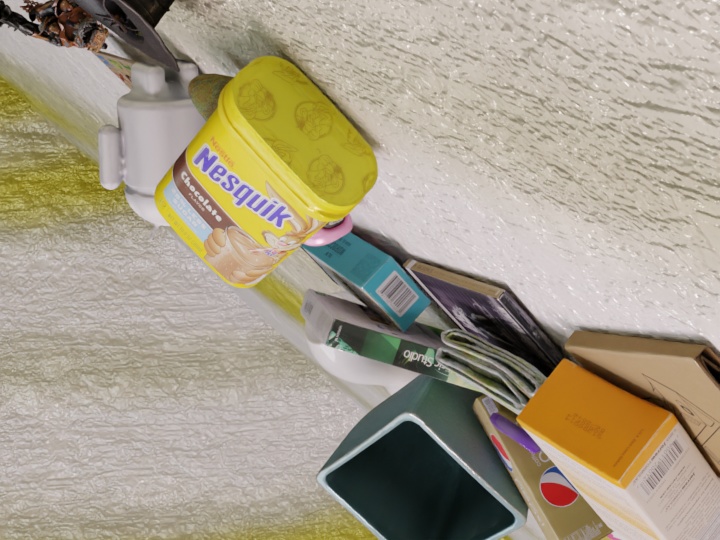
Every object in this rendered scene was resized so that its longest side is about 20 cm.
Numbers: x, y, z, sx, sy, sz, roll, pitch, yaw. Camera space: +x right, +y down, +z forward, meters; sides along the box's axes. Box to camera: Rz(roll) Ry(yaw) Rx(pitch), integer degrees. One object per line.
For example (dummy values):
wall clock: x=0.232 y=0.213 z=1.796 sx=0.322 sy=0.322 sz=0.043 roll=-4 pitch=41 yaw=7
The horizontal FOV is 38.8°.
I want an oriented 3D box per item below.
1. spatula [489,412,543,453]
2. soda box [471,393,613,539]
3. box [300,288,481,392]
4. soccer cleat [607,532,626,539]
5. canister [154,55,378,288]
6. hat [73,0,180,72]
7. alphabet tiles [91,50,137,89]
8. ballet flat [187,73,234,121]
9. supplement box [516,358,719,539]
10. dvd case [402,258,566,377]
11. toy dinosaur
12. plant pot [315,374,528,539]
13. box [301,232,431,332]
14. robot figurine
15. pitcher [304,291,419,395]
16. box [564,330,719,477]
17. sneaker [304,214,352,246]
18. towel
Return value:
spatula: x=0.232 y=0.196 z=1.097 sx=0.199 sy=0.021 sz=0.056 roll=16 pitch=-172 yaw=15
soda box: x=0.205 y=0.223 z=1.164 sx=0.201 sy=0.064 sz=0.068 roll=61 pitch=172 yaw=16
box: x=0.039 y=0.079 z=1.173 sx=0.199 sy=0.037 sz=0.144 roll=17 pitch=-172 yaw=-17
soccer cleat: x=0.321 y=0.270 z=1.131 sx=0.200 sy=0.070 sz=0.087 roll=18 pitch=141 yaw=59
canister: x=-0.094 y=-0.079 z=0.930 sx=0.149 sy=0.087 sz=0.200 roll=46 pitch=142 yaw=-6
hat: x=-0.217 y=-0.266 z=0.894 sx=0.200 sy=0.081 sz=0.201 roll=38 pitch=177 yaw=2
alphabet tiles: x=-0.254 y=-0.216 z=1.364 sx=0.167 sy=0.008 sz=0.200 roll=25 pitch=164 yaw=46
ballet flat: x=-0.079 y=-0.133 z=0.985 sx=0.200 sy=0.071 sz=0.071 roll=43 pitch=170 yaw=2
supplement box: x=0.238 y=0.176 z=0.878 sx=0.200 sy=0.074 sz=0.126 roll=48 pitch=168 yaw=-35
dvd case: x=0.135 y=0.055 z=1.052 sx=0.149 sy=0.016 sz=0.200 roll=46 pitch=169 yaw=-23
toy dinosaur: x=-0.404 y=-0.327 z=1.332 sx=0.199 sy=0.103 sz=0.135 roll=0 pitch=160 yaw=43
plant pot: x=0.101 y=0.221 z=1.293 sx=0.196 sy=0.200 sz=0.196 roll=43 pitch=128 yaw=-7
box: x=0.000 y=0.000 z=1.197 sx=0.082 sy=0.049 sz=0.200 roll=47 pitch=174 yaw=-29
robot figurine: x=-0.217 y=-0.138 z=1.172 sx=0.113 sy=0.169 sz=0.201 roll=31 pitch=126 yaw=58
pitcher: x=0.003 y=0.101 z=1.492 sx=0.200 sy=0.121 sz=0.172 roll=35 pitch=-176 yaw=-39
box: x=0.260 y=0.112 z=0.801 sx=0.163 sy=0.021 sz=0.200 roll=44 pitch=170 yaw=-10
sneaker: x=-0.083 y=-0.110 z=1.098 sx=0.200 sy=0.079 sz=0.096 roll=34 pitch=145 yaw=36
towel: x=0.184 y=0.132 z=1.015 sx=0.200 sy=0.048 sz=0.171 roll=34 pitch=177 yaw=-35
